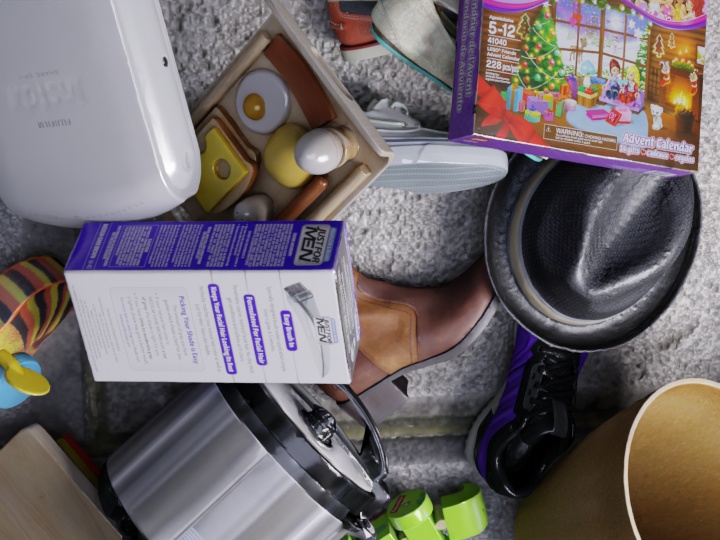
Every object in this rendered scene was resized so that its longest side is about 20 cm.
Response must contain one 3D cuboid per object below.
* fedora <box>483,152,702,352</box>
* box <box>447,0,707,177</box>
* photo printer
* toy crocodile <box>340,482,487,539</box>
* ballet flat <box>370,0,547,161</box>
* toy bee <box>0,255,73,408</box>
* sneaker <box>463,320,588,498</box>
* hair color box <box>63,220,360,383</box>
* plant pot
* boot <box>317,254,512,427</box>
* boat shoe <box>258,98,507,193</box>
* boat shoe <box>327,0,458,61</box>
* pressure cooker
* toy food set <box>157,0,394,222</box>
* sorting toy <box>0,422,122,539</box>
[{"bbox_3d":[0.196,-0.035,1.201,0.199,0.092,0.202,1,86,-13],"label":"fedora"},{"bbox_3d":[0.161,-0.149,1.115,0.199,0.039,0.138,6,85,-27],"label":"box"},{"bbox_3d":[-0.209,-0.127,1.120,0.165,0.069,0.201,-3,112,26],"label":"photo printer"},{"bbox_3d":[0.017,0.238,1.314,0.199,0.062,0.068,-28,110,6],"label":"toy crocodile"},{"bbox_3d":[0.093,-0.149,1.136,0.200,0.068,0.062,31,115,-34],"label":"ballet flat"},{"bbox_3d":[-0.295,0.074,1.171,0.130,0.109,0.201,14,83,24],"label":"toy bee"},{"bbox_3d":[0.155,0.101,1.263,0.069,0.100,0.201,16,105,-15],"label":"sneaker"},{"bbox_3d":[-0.105,0.023,1.122,0.199,0.065,0.110,1,130,10],"label":"hair color box"},{"bbox_3d":[0.220,0.201,1.250,0.185,0.200,0.188,12,67,-31],"label":"plant pot"},{"bbox_3d":[0.000,0.000,1.242,0.188,0.069,0.200,-41,101,13],"label":"boot"},{"bbox_3d":[0.017,-0.103,1.193,0.199,0.074,0.067,1,73,-11],"label":"boat shoe"},{"bbox_3d":[0.072,-0.216,1.170,0.199,0.071,0.063,-15,107,1],"label":"boat shoe"},{"bbox_3d":[-0.082,0.158,1.200,0.200,0.179,0.176,-43,140,4],"label":"pressure cooker"},{"bbox_3d":[-0.080,-0.083,1.129,0.200,0.060,0.144,-43,79,33],"label":"toy food set"},{"bbox_3d":[-0.252,0.251,1.238,0.199,0.070,0.200,-42,88,18],"label":"sorting toy"}]
